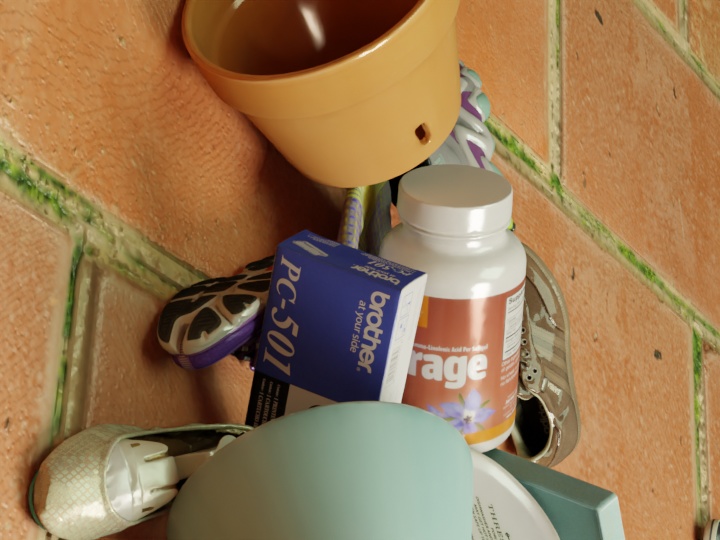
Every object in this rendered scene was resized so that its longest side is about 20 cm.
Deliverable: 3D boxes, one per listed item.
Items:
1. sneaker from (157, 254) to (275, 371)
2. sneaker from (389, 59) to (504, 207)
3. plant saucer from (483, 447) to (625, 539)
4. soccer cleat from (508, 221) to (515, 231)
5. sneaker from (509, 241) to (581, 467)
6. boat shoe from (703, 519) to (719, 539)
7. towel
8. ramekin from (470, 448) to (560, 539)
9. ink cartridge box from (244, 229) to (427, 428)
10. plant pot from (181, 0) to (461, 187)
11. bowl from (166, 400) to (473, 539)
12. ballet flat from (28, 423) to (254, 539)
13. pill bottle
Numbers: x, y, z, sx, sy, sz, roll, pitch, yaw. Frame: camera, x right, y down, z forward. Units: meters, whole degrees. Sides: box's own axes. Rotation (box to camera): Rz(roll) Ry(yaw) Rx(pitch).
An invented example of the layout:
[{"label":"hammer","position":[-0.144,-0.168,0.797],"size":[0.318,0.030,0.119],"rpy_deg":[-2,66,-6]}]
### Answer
[{"label":"sneaker","position":[-0.065,0.040,1.429],"size":[0.200,0.080,0.084],"rpy_deg":[-22,103,-61]},{"label":"sneaker","position":[0.040,-0.118,1.669],"size":[0.139,0.078,0.201],"rpy_deg":[18,39,-39]},{"label":"plant saucer","position":[0.118,0.172,1.578],"size":[0.019,0.199,0.070],"rpy_deg":[-36,126,-34]},{"label":"soccer cleat","position":[0.072,-0.004,1.707],"size":[0.081,0.067,0.200],"rpy_deg":[43,39,-20]},{"label":"sneaker","position":[0.141,0.074,1.776],"size":[0.075,0.070,0.201],"rpy_deg":[-28,103,-59]},{"label":"boat shoe","position":[0.409,0.325,2.149],"size":[0.200,0.062,0.075],"rpy_deg":[55,38,-31]},{"label":"towel","position":[0.000,0.000,1.542],"size":[0.144,0.023,0.201],"rpy_deg":[88,10,-47]},{"label":"ramekin","position":[0.067,0.216,1.496],"size":[0.202,0.094,0.203],"rpy_deg":[33,33,-25]},{"label":"ink cartridge box","position":[-0.023,0.083,1.374],"size":[0.044,0.094,0.201],"rpy_deg":[-30,135,-60]},{"label":"plant pot","position":[-0.012,-0.155,1.493],"size":[0.140,0.199,0.201],"rpy_deg":[65,30,-42]},{"label":"bowl","position":[-0.013,0.184,1.284],"size":[0.201,0.200,0.105],"rpy_deg":[40,24,-47]},{"label":"ballet flat","position":[-0.127,0.122,1.301],"size":[0.200,0.062,0.068],"rpy_deg":[-12,89,-60]},{"label":"pill bottle","position":[0.066,0.029,1.555],"size":[0.112,0.112,0.201],"rpy_deg":[-43,139,-57]}]
